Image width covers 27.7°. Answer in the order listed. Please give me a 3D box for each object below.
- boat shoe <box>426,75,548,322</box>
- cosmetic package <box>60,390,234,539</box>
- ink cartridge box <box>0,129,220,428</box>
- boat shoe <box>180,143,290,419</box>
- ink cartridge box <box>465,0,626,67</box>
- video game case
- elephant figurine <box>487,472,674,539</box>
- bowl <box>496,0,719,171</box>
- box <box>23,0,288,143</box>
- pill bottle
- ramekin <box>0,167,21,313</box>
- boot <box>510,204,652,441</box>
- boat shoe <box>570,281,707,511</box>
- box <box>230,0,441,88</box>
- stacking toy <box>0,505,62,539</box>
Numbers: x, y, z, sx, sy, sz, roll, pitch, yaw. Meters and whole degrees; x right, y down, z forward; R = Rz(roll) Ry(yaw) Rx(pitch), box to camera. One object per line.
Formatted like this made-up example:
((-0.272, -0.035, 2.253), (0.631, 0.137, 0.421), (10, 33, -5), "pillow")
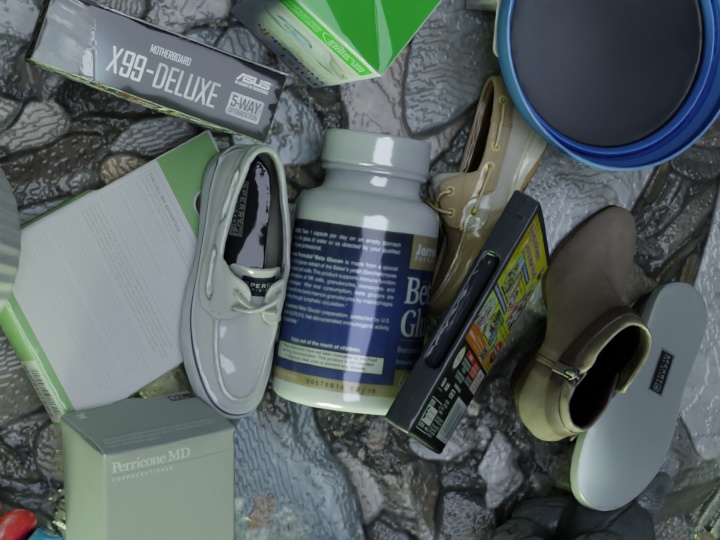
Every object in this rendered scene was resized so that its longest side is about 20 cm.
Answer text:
((0.085, -0.058, 1.137), (0.069, 0.074, 0.202), (27, 77, -13), "boat shoe")
((-0.151, 0.197, 1.046), (0.106, 0.090, 0.202), (-11, 113, -31), "cosmetic package")
((-0.169, 0.005, 1.080), (0.199, 0.048, 0.147), (-32, 103, -27), "ink cartridge box")
((-0.083, 0.008, 1.062), (0.071, 0.066, 0.203), (10, 84, -27), "boat shoe")
((0.147, -0.261, 1.138), (0.116, 0.067, 0.203), (3, 92, -18), "ink cartridge box")
((0.084, 0.046, 1.081), (0.025, 0.200, 0.182), (29, 85, 14), "video game case")
((0.181, 0.286, 1.167), (0.154, 0.141, 0.202), (-8, 108, 26), "elephant figurine")
((0.194, -0.178, 1.103), (0.198, 0.039, 0.203), (-2, 97, -18), "bowl")
((-0.146, -0.139, 0.996), (0.156, 0.200, 0.050), (19, 93, -15), "box")
((0.000, 0.000, 1.092), (0.110, 0.111, 0.203), (7, 92, -16), "pill bottle")
((-0.322, -0.021, 0.970), (0.198, 0.105, 0.203), (-2, 83, 14), "ramekin")
((0.184, 0.041, 1.128), (0.070, 0.146, 0.202), (28, 86, -14), "boot")
((0.215, 0.102, 1.166), (0.070, 0.064, 0.201), (35, 69, -14), "boat shoe")
((0.018, -0.237, 1.048), (0.096, 0.176, 0.201), (40, 83, -16), "box")
((-0.320, 0.178, 1.031), (0.199, 0.116, 0.110), (36, 80, -1), "stacking toy")
